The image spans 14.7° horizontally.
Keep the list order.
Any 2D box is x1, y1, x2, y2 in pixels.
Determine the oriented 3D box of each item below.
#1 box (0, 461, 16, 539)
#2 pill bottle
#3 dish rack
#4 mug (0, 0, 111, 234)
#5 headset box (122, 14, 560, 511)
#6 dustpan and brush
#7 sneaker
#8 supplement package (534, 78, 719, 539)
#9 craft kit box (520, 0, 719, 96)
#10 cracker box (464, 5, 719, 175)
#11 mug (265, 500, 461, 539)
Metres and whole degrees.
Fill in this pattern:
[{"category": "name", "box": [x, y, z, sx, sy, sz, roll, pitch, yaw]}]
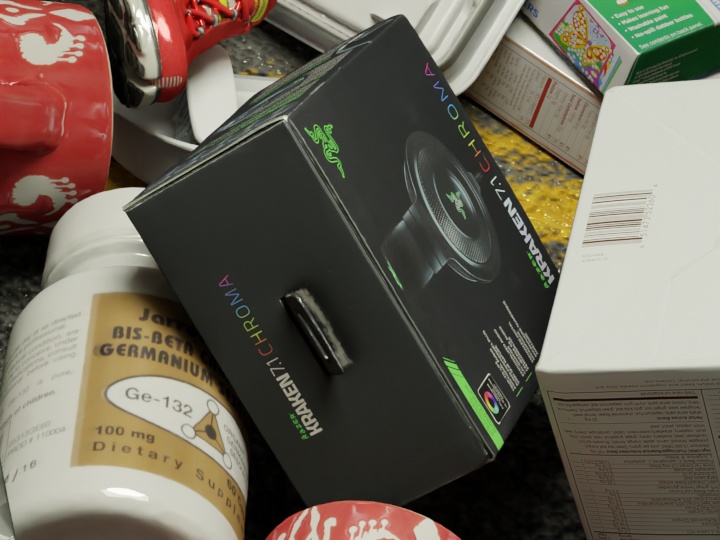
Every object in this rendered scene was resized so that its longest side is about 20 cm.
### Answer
[{"category": "box", "box": [-0.225, 0.077, 1.153, 0.123, 0.149, 0.201, -1, 49, -19]}, {"category": "pill bottle", "box": [-0.104, 0.063, 1.230, 0.114, 0.115, 0.201, 11, 44, -9]}, {"category": "dish rack", "box": [0.008, -0.199, 1.468, 0.199, 0.044, 0.172, 31, 88, 25]}, {"category": "mug", "box": [-0.219, -0.061, 1.282, 0.199, 0.134, 0.178, 0, 31, -24]}, {"category": "headset box", "box": [0.000, 0.000, 1.244, 0.175, 0.092, 0.200, 59, 24, -7]}, {"category": "dustpan and brush", "box": [-0.072, -0.064, 1.372, 0.139, 0.057, 0.201, 5, 38, -13]}, {"category": "sneaker", "box": [-0.083, -0.138, 1.376, 0.084, 0.078, 0.200, -1, 24, 0]}, {"category": "supplement package", "box": [0.183, 0.048, 1.255, 0.146, 0.201, 0.192, -3, 41, 20]}, {"category": "craft kit box", "box": [0.153, -0.192, 1.523, 0.199, 0.049, 0.198, -22, 56, -35]}, {"category": "cracker box", "box": [0.111, -0.139, 1.527, 0.199, 0.058, 0.134, 35, 48, 13]}, {"category": "mug", "box": [0.007, 0.212, 1.137, 0.177, 0.134, 0.201, 26, 41, -10]}]
